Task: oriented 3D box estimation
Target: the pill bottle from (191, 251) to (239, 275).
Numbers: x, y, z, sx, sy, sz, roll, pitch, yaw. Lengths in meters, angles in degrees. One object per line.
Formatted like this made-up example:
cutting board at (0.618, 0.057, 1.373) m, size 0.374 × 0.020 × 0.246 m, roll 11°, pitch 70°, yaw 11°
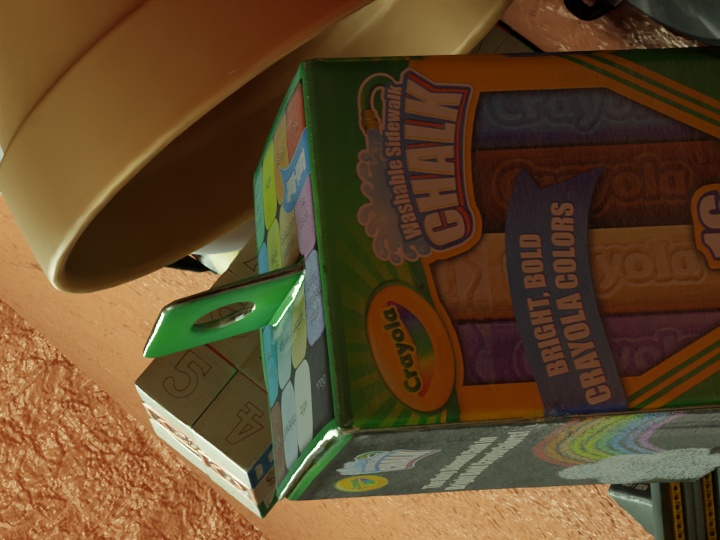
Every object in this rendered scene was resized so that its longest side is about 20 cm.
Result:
pill bottle at (-0.026, -0.038, 1.279) m, size 0.200 × 0.111 × 0.111 m, roll 33°, pitch 167°, yaw 33°

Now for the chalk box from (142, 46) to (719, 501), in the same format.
chalk box at (0.029, 0.004, 0.917) m, size 0.199 × 0.124 × 0.124 m, roll -1°, pitch 165°, yaw -12°

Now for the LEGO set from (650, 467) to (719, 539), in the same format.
LEGO set at (0.190, 0.075, 0.998) m, size 0.153 × 0.116 × 0.200 m, roll -3°, pitch 174°, yaw -15°

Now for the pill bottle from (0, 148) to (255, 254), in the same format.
pill bottle at (-0.099, -0.077, 1.157) m, size 0.113 × 0.113 × 0.200 m, roll 45°, pitch 168°, yaw -27°

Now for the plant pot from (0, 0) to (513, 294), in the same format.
plant pot at (-0.062, -0.105, 0.967) m, size 0.140 × 0.200 × 0.200 m, roll 54°, pitch 171°, yaw 9°

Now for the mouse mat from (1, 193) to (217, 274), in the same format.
mouse mat at (-0.150, -0.037, 1.271) m, size 0.161 × 0.008 × 0.200 m, roll 27°, pitch -178°, yaw 7°

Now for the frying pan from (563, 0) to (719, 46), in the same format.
frying pan at (0.077, -0.110, 0.876) m, size 0.115 × 0.031 × 0.190 m, roll 45°, pitch 165°, yaw -23°

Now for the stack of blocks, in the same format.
stack of blocks at (0.000, 0.000, 1.105) m, size 0.059 × 0.200 × 0.115 m, roll 37°, pitch 168°, yaw 13°

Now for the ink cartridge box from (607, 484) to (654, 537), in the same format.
ink cartridge box at (0.239, 0.169, 1.407) m, size 0.200 × 0.043 × 0.198 m, roll 41°, pitch 169°, yaw -13°
